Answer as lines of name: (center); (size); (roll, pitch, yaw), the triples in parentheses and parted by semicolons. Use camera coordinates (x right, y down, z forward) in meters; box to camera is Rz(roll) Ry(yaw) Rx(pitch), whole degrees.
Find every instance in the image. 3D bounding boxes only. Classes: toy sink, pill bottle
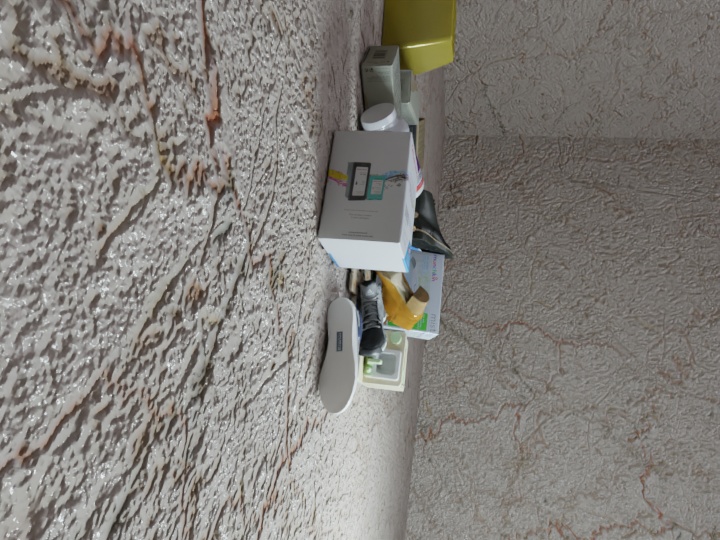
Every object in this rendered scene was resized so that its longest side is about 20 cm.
toy sink: (0.059, 0.219, 1.306); (0.200, 0.108, 0.135); (60, 36, -69)
pill bottle: (0.065, -0.250, 1.145); (0.114, 0.109, 0.203); (-73, 149, -45)

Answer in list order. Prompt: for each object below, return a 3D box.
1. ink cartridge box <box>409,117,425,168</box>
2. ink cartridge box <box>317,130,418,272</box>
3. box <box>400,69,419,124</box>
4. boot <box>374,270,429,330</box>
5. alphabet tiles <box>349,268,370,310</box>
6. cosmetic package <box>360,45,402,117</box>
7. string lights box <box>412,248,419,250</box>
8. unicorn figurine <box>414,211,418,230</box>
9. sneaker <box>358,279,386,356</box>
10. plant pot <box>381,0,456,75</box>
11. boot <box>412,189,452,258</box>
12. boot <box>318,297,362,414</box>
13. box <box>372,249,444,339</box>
ink cartridge box: (0.161, -0.397, 1.688); (0.200, 0.073, 0.170); (-55, 148, -69)
ink cartridge box: (0.021, -0.121, 0.944); (0.147, 0.141, 0.207); (60, 36, -68)
box: (0.095, -0.431, 1.330); (0.200, 0.092, 0.081); (-6, 99, -79)
boot: (0.063, 0.042, 1.208); (0.070, 0.201, 0.145); (-37, 167, -34)
alphabet tiles: (0.000, 0.000, 1.189); (0.196, 0.014, 0.207); (42, 52, -75)
cosmetic package: (0.051, -0.379, 1.178); (0.107, 0.069, 0.204); (-74, 163, -47)
string lights box: (0.147, -0.126, 1.531); (0.104, 0.058, 0.199); (-58, 147, -3)
unicorn figurine: (0.062, -0.119, 1.238); (0.200, 0.134, 0.076); (39, 65, -58)
sneaker: (0.016, 0.085, 1.116); (0.201, 0.072, 0.119); (-84, 168, -66)
plant pot: (0.160, -0.634, 1.375); (0.200, 0.170, 0.207); (7, 87, -78)
boot: (0.184, -0.116, 1.331); (0.199, 0.075, 0.143); (28, 64, -56)
boot: (-0.026, 0.159, 0.974); (0.090, 0.070, 0.207); (43, 51, -67)
box: (0.113, 0.057, 1.332); (0.097, 0.170, 0.207); (114, -15, -75)
